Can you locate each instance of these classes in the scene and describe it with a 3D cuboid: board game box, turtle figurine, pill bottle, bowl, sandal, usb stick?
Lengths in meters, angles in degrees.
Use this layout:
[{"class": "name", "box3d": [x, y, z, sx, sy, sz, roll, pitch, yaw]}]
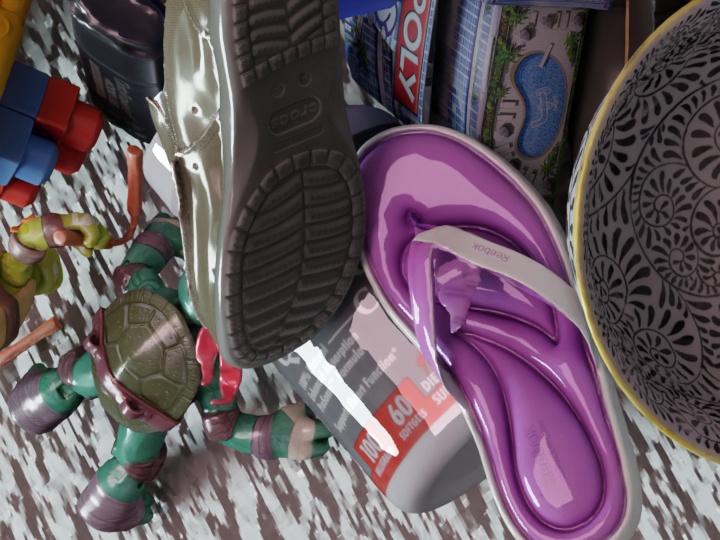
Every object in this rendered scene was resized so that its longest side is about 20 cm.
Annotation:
[{"class": "board game box", "box3d": [0.052, -0.136, 1.235, 0.200, 0.061, 0.201, -136, 50, -58]}, {"class": "turtle figurine", "box3d": [-0.090, 0.040, 1.401, 0.200, 0.100, 0.150, -42, 61, 39]}, {"class": "pill bottle", "box3d": [0.000, 0.000, 1.285, 0.200, 0.116, 0.116, 48, 119, 16]}, {"class": "turtle figurine", "box3d": [-0.184, 0.021, 1.409, 0.064, 0.161, 0.200, 40, 133, -3]}, {"class": "bowl", "box3d": [0.158, -0.021, 1.175, 0.094, 0.200, 0.201, -169, 80, -69]}, {"class": "sandal", "box3d": [0.057, 0.024, 1.179, 0.082, 0.050, 0.203, -32, 75, 9]}, {"class": "usb stick", "box3d": [-0.108, -0.098, 1.358, 0.055, 0.200, 0.033, 33, 80, 3]}]

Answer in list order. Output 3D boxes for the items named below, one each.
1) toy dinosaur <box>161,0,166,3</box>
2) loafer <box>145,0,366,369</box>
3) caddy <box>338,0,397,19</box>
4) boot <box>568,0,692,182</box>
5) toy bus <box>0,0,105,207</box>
[{"class": "toy dinosaur", "box3d": [-0.082, -0.147, 1.376, 0.101, 0.058, 0.200, 47, 139, -19]}, {"class": "loafer", "box3d": [-0.045, -0.055, 1.188, 0.070, 0.075, 0.201, 33, 130, 46]}, {"class": "caddy", "box3d": [-0.050, -0.190, 1.233, 0.141, 0.105, 0.201, -150, 55, -65]}, {"class": "boot", "box3d": [0.106, -0.091, 1.272, 0.138, 0.077, 0.201, 40, 124, 50]}, {"class": "toy bus", "box3d": [-0.231, -0.076, 1.413, 0.200, 0.192, 0.136, -41, 31, 56]}]
